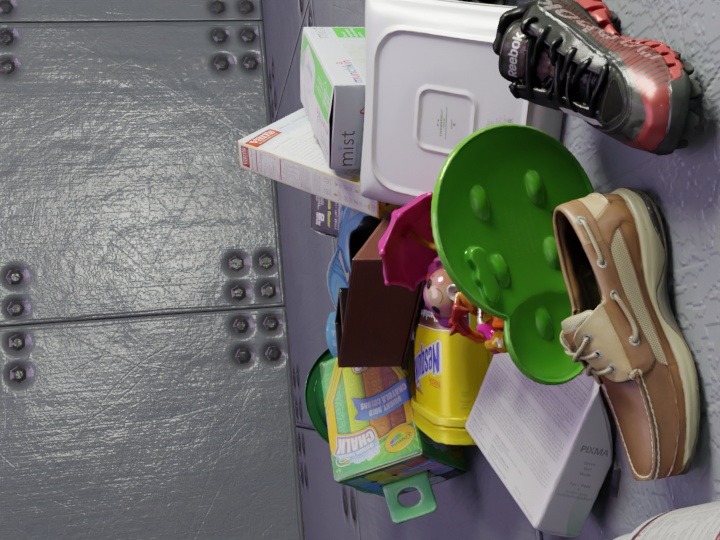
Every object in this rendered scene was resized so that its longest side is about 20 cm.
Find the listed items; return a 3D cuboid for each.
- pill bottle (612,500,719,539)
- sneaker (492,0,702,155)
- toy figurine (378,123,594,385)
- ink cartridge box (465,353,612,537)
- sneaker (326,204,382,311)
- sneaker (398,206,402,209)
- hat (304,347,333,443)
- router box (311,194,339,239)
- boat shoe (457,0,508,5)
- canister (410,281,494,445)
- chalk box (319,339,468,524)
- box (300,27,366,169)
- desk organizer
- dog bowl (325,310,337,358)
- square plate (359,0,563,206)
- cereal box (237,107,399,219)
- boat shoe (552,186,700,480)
[{"bbox_3d":[0.194,0.173,0.431,0.200,0.109,0.110,114,150,-66],"label":"pill bottle"},{"bbox_3d":[0.150,-0.135,0.580,0.200,0.098,0.071,-111,23,-52],"label":"sneaker"},{"bbox_3d":[0.091,-0.002,0.713,0.184,0.150,0.200,-15,92,65],"label":"toy figurine"},{"bbox_3d":[0.168,0.095,0.727,0.161,0.050,0.200,-124,51,-64],"label":"ink cartridge box"},{"bbox_3d":[0.000,0.000,1.001,0.090,0.078,0.200,-97,6,-55],"label":"sneaker"},{"bbox_3d":[0.077,-0.076,1.018,0.083,0.081,0.200,19,-106,-79],"label":"sneaker"},{"bbox_3d":[0.025,0.169,1.205,0.166,0.200,0.176,46,145,-7],"label":"hat"},{"bbox_3d":[0.006,-0.154,1.122,0.062,0.150,0.200,17,114,37],"label":"router box"},{"bbox_3d":[0.108,-0.272,0.806,0.200,0.071,0.064,134,132,-72],"label":"boat shoe"},{"bbox_3d":[0.103,0.069,0.898,0.149,0.086,0.200,-173,81,-80],"label":"canister"},{"bbox_3d":[0.042,0.199,1.032,0.124,0.124,0.200,35,-142,-50],"label":"chalk box"},{"bbox_3d":[0.034,-0.191,0.924,0.200,0.176,0.097,-110,21,-56],"label":"box"},{"bbox_3d":[0.019,0.025,0.914,0.200,0.077,0.072,99,169,-51],"label":"desk organizer"},{"bbox_3d":[0.027,0.039,1.133,0.050,0.111,0.200,-9,62,64],"label":"dog bowl"},{"bbox_3d":[0.081,-0.137,0.757,0.028,0.198,0.200,-34,-47,-50],"label":"square plate"},{"bbox_3d":[-0.017,-0.129,0.950,0.200,0.144,0.040,23,130,31],"label":"cereal box"},{"bbox_3d":[0.172,0.042,0.582,0.076,0.074,0.200,121,144,-70],"label":"boat shoe"}]
